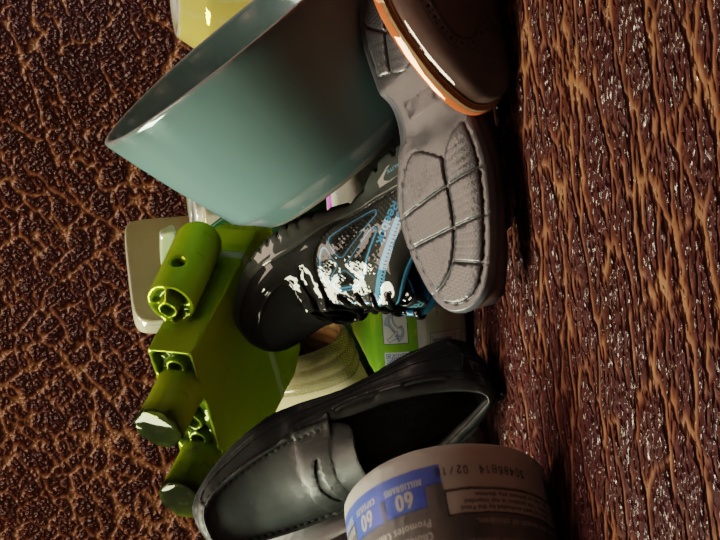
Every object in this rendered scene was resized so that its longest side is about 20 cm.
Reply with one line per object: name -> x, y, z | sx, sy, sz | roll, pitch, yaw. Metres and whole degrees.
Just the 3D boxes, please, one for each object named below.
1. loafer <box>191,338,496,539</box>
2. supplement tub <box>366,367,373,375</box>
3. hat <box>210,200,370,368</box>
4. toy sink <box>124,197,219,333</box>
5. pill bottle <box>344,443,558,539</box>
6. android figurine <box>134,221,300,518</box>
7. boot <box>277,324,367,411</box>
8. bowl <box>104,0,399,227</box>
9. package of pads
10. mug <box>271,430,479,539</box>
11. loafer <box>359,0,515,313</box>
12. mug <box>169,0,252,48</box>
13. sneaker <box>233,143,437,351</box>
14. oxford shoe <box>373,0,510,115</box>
loafer -> -0.010, 0.107, 1.459 | 0.068, 0.200, 0.070 | 60, -178, -19
supplement tub -> -0.045, 0.111, 1.990 | 0.123, 0.122, 0.201 | -127, 33, -76
hat -> -0.016, 0.060, 1.737 | 0.166, 0.199, 0.177 | -50, 46, 32
toy sink -> -0.080, -0.042, 1.865 | 0.131, 0.199, 0.113 | -103, 11, -51
pill bottle -> 0.058, 0.202, 1.278 | 0.114, 0.113, 0.201 | 97, 166, -58
android figurine -> -0.086, 0.052, 1.541 | 0.201, 0.041, 0.183 | -67, -28, -43
boot -> -0.056, 0.100, 1.705 | 0.156, 0.199, 0.073 | 57, -131, -29
bowl -> -0.045, -0.101, 1.473 | 0.105, 0.200, 0.201 | 51, 180, -12
package of pads -> 0.021, -0.028, 1.604 | 0.200, 0.068, 0.156 | -125, 29, -74
mug -> 0.017, 0.173, 1.556 | 0.201, 0.147, 0.175 | -62, 13, 10
loafer -> 0.056, -0.074, 1.379 | 0.072, 0.063, 0.201 | -27, 71, 42
mug -> -0.061, -0.208, 1.800 | 0.187, 0.152, 0.150 | -104, 13, -50
sneaker -> 0.000, 0.000, 1.458 | 0.200, 0.073, 0.082 | -40, 59, 33
oxford shoe -> 0.046, -0.182, 1.314 | 0.072, 0.071, 0.201 | -12, 101, 45
